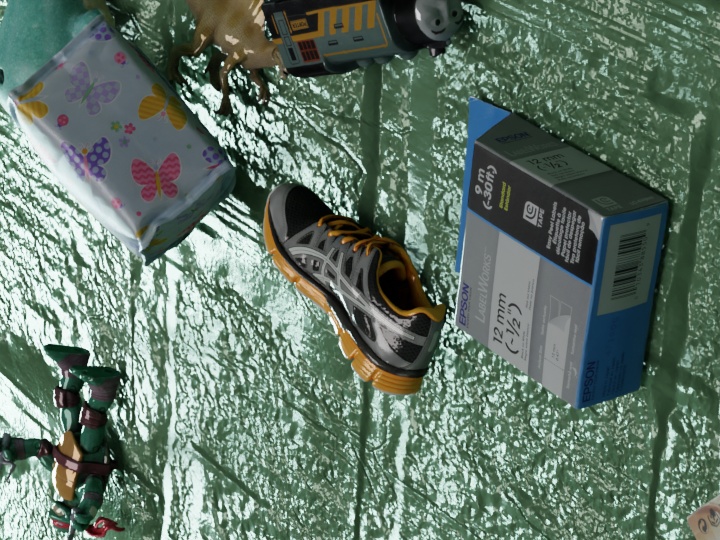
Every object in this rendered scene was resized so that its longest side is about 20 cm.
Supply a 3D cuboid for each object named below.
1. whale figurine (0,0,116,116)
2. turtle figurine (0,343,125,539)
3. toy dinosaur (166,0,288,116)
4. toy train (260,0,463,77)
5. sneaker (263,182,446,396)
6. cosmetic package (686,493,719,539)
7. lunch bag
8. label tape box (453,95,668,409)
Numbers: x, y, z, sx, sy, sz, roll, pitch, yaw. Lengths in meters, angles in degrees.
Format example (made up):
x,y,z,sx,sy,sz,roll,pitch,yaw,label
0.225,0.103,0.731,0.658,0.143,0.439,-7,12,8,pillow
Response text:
x,y,z,sx,sy,sz,roll,pitch,yaw,label
-0.276,-0.215,2.007,0.159,0.103,0.201,14,115,52,whale figurine
-0.279,0.179,2.169,0.149,0.100,0.201,19,103,34,turtle figurine
-0.113,-0.192,1.846,0.200,0.058,0.102,40,118,30,toy dinosaur
-0.002,-0.202,1.652,0.199,0.085,0.115,-2,113,53,toy train
0.000,0.000,1.735,0.200,0.078,0.077,51,126,26,sneaker
0.293,0.207,1.363,0.087,0.103,0.201,-48,62,53,cosmetic package
-0.191,-0.102,1.874,0.170,0.127,0.200,48,170,3,lunch bag
0.113,-0.016,1.566,0.200,0.066,0.144,33,128,43,label tape box
